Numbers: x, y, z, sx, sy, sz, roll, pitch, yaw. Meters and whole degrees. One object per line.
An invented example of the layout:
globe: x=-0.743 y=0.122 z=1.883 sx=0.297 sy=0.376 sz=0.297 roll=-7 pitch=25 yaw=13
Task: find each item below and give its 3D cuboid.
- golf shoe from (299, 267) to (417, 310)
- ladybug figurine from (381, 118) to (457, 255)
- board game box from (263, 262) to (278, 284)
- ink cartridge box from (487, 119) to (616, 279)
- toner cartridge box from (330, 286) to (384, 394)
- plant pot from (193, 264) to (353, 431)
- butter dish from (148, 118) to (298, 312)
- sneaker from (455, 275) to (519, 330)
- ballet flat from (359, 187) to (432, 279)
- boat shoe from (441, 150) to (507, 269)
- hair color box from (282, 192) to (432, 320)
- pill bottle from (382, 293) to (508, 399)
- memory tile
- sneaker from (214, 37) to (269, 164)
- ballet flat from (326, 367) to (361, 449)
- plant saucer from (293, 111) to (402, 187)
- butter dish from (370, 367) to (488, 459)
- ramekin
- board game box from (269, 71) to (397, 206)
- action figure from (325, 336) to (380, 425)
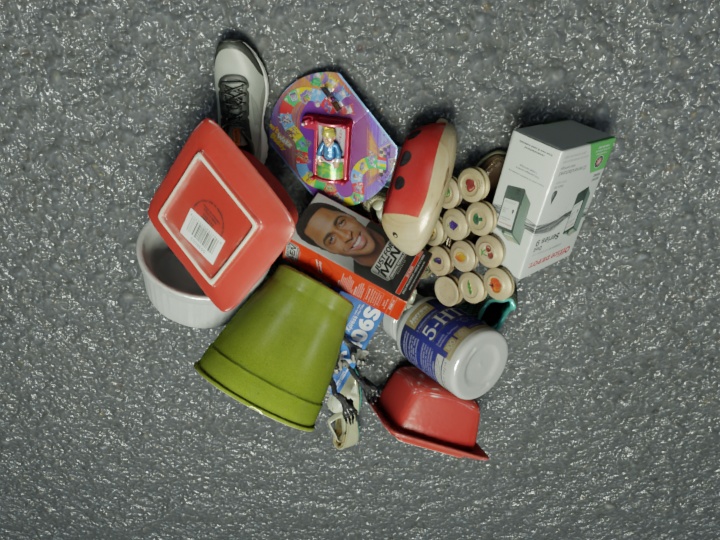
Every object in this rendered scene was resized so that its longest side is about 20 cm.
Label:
golf shoe: x=0.000 y=0.000 z=0.964 sx=0.200 sy=0.097 sz=0.078 roll=25 pitch=102 yaw=-4
ladybug figurine: x=0.081 y=-0.123 z=0.827 sx=0.072 sy=0.136 sz=0.200 roll=17 pitch=83 yaw=-5
board game box: x=-0.159 y=0.079 z=1.060 sx=0.135 sy=0.028 sz=0.200 roll=-29 pitch=117 yaw=20
ink cartridge box: x=0.267 y=-0.104 z=0.849 sx=0.146 sy=0.084 sz=0.200 roll=-20 pitch=132 yaw=-37
toner cartridge box: x=-0.041 y=0.125 z=1.046 sx=0.095 sy=0.043 sz=0.200 roll=22 pitch=109 yaw=-17
plant pot: x=-0.110 y=0.102 z=0.870 sx=0.200 sy=0.200 sz=0.193 roll=31 pitch=83 yaw=-15
butter dish: x=-0.167 y=-0.081 z=0.820 sx=0.200 sy=0.148 sz=0.199 roll=50 pitch=121 yaw=8
sneaker: x=0.199 y=0.084 z=1.007 sx=0.078 sy=0.091 sz=0.200 roll=28 pitch=120 yaw=-13
ballet flat: x=0.061 y=-0.046 z=0.941 sx=0.068 sy=0.075 sz=0.200 roll=-29 pitch=117 yaw=12
boat shoe: x=0.184 y=-0.085 z=0.910 sx=0.075 sy=0.075 sz=0.203 roll=18 pitch=121 yaw=-8
hair color box: x=-0.005 y=-0.022 z=0.874 sx=0.200 sy=0.102 sz=0.061 roll=28 pitch=147 yaw=6
pill bottle: x=0.129 y=0.111 z=0.956 sx=0.120 sy=0.200 sz=0.120 roll=-15 pitch=118 yaw=-31
memory tile: x=0.150 y=-0.046 z=0.884 sx=0.153 sy=0.017 sz=0.200 roll=-10 pitch=98 yaw=52
sneaker: x=-0.172 y=-0.227 z=0.839 sx=0.074 sy=0.079 sz=0.200 roll=1 pitch=121 yaw=4
ballet flat: x=-0.034 y=0.276 z=1.149 sx=0.069 sy=0.070 sz=0.200 roll=0 pitch=122 yaw=3
plant saucer: x=0.002 y=-0.179 z=0.896 sx=0.200 sy=0.019 sz=0.070 roll=20 pitch=121 yaw=-8
butter dish: x=0.133 y=0.232 z=1.062 sx=0.200 sy=0.199 sz=0.148 roll=19 pitch=92 yaw=-14
ramekin: x=-0.242 y=-0.006 z=0.914 sx=0.200 sy=0.201 sz=0.098 roll=14 pitch=138 yaw=-6
board game box: x=-0.050 y=-0.180 z=0.849 sx=0.158 sy=0.039 sz=0.200 roll=-34 pitch=101 yaw=29
action figure: x=-0.039 y=0.162 z=0.983 sx=0.119 sy=0.102 sz=0.200 roll=-37 pitch=116 yaw=-8
